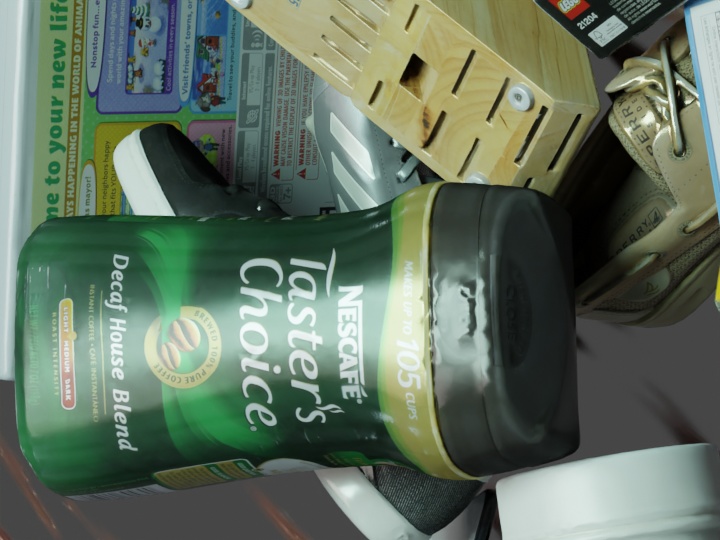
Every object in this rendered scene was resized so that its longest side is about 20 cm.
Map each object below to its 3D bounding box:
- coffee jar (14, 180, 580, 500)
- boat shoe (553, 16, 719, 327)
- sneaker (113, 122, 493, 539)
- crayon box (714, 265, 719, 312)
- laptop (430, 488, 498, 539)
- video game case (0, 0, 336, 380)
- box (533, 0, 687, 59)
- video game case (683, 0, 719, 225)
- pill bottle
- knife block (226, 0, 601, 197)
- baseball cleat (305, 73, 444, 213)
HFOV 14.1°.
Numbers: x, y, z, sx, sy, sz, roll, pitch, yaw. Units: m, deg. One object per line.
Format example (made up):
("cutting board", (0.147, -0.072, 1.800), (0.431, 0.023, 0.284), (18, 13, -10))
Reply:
("coffee jar", (-0.020, 0.025, 1.032), (0.199, 0.085, 0.105), (-5, 80, 19))
("boat shoe", (0.121, -0.049, 1.021), (0.071, 0.064, 0.200), (60, 137, 33))
("sneaker", (0.000, 0.000, 1.116), (0.112, 0.073, 0.200), (-39, 74, 8))
("crayon box", (0.202, -0.070, 0.799), (0.199, 0.058, 0.173), (-24, 34, 37))
("laptop", (-0.052, 0.180, 1.142), (0.187, 0.115, 0.201), (-43, 27, 61))
("video game case", (-0.067, -0.060, 1.185), (0.022, 0.181, 0.201), (16, 105, 52))
("box", (0.143, -0.156, 0.953), (0.200, 0.035, 0.110), (-35, 22, 50))
("video game case", (0.198, -0.042, 0.910), (0.199, 0.018, 0.144), (-15, 80, 39))
("pill bottle", (0.103, 0.166, 1.023), (0.111, 0.110, 0.201), (-19, 77, 54))
("knife block", (0.040, -0.131, 1.102), (0.200, 0.175, 0.064), (39, 136, 13))
("baseball cleat", (0.029, -0.022, 1.169), (0.106, 0.070, 0.201), (12, 107, 40))
